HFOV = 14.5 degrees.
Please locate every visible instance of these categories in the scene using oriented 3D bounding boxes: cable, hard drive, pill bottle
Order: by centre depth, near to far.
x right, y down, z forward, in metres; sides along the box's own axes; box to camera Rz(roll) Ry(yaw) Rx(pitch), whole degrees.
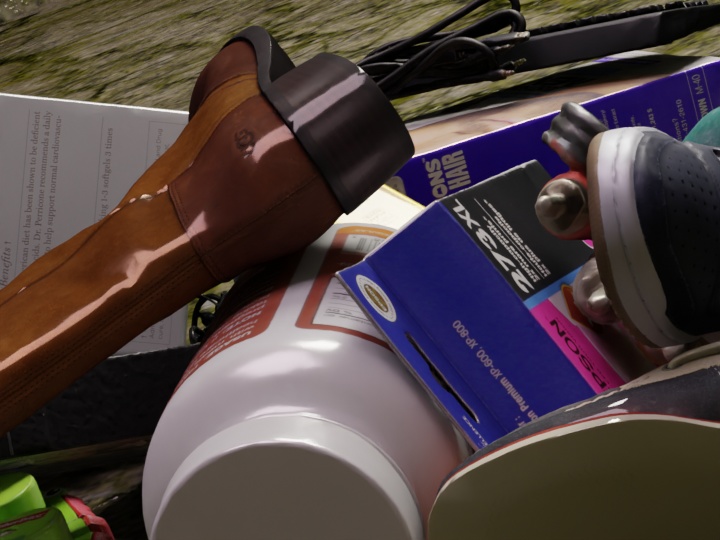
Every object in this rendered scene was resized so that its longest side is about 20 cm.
[{"bbox_3d":[-0.012,0.062,0.957,0.112,0.113,0.200,-19,14,13],"label":"pill bottle"},{"bbox_3d":[0.100,-0.010,1.034,0.050,0.097,0.200,-39,-8,8],"label":"cable"},{"bbox_3d":[-0.110,0.058,1.133,0.199,0.038,0.139,-7,-6,-37],"label":"hard drive"}]

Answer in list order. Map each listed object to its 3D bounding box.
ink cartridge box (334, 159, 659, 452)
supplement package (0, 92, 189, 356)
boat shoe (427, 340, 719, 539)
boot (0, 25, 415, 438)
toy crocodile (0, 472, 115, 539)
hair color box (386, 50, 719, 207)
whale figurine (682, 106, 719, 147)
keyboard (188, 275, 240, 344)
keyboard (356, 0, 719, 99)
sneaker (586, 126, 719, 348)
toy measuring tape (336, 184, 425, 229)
[{"bbox_3d":[0.058,0.016,0.981,0.037,0.095,0.200,-41,-5,19],"label":"ink cartridge box"},{"bbox_3d":[-0.178,-0.013,1.284,0.199,0.118,0.117,6,-10,-8],"label":"supplement package"},{"bbox_3d":[0.116,0.052,0.870,0.199,0.072,0.063,-15,29,3],"label":"boat shoe"},{"bbox_3d":[-0.089,-0.001,1.028,0.200,0.069,0.188,-37,21,-10],"label":"boot"},{"bbox_3d":[-0.107,0.110,1.011,0.061,0.068,0.200,-23,10,-10],"label":"toy crocodile"},{"bbox_3d":[0.067,-0.046,1.310,0.199,0.065,0.109,-20,12,-17],"label":"hair color box"},{"bbox_3d":[0.205,-0.084,1.143,0.199,0.104,0.159,-20,-1,-34],"label":"whale figurine"},{"bbox_3d":[-0.031,0.030,1.313,0.103,0.040,0.200,1,10,-6],"label":"keyboard"},{"bbox_3d":[0.062,-0.111,1.331,0.199,0.040,0.104,-10,8,27],"label":"keyboard"},{"bbox_3d":[0.152,-0.008,0.913,0.108,0.071,0.200,-10,-19,26],"label":"sneaker"},{"bbox_3d":[0.000,0.000,1.194,0.073,0.074,0.200,-31,46,-34],"label":"toy measuring tape"}]
